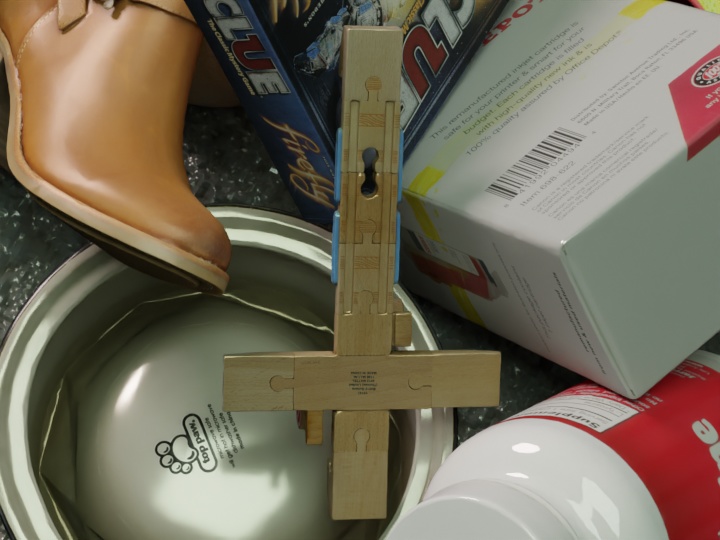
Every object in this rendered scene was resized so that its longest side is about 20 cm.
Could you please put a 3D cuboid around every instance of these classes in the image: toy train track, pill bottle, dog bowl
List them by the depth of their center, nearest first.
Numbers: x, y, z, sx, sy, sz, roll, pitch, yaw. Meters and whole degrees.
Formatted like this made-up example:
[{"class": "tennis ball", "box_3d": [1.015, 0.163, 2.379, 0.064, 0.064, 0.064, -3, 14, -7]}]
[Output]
[{"class": "pill bottle", "box_3d": [0.093, 0.105, 1.148, 0.112, 0.112, 0.200, 48, 32, 14]}, {"class": "toy train track", "box_3d": [0.000, 0.000, 1.162, 0.114, 0.033, 0.202, 0, 103, -10]}, {"class": "dog bowl", "box_3d": [-0.059, 0.077, 1.224, 0.198, 0.074, 0.202, 1, 70, -3]}]

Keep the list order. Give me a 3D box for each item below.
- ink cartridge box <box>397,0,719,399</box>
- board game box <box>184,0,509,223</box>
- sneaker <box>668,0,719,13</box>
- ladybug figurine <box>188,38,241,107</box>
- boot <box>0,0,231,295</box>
[{"class": "ink cartridge box", "box_3d": [0.096, -0.043, 1.213, 0.145, 0.200, 0.084, -39, 120, -16]}, {"class": "board game box", "box_3d": [0.008, -0.137, 1.206, 0.034, 0.136, 0.201, 3, 47, 36]}, {"class": "sneaker", "box_3d": [0.146, -0.157, 1.322, 0.090, 0.078, 0.201, -21, 72, -8]}, {"class": "ladybug figurine", "box_3d": [-0.031, -0.157, 1.292, 0.200, 0.072, 0.136, -40, 93, -1]}, {"class": "boot", "box_3d": [-0.087, -0.091, 1.194, 0.200, 0.074, 0.155, 37, 89, 37]}]
